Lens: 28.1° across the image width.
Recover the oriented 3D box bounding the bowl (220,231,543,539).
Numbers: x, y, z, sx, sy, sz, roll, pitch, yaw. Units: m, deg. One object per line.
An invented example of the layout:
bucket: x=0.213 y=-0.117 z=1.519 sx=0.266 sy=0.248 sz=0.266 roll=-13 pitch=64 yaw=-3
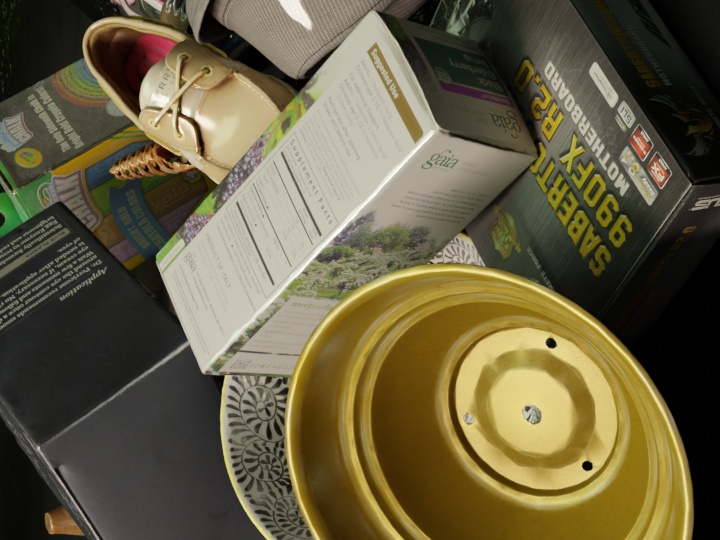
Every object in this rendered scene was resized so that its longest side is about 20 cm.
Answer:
bowl: x=0.029 y=0.082 z=0.822 sx=0.199 sy=0.094 sz=0.202 roll=-8 pitch=68 yaw=22

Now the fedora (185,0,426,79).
fedora: x=-0.002 y=-0.180 z=0.794 sx=0.090 sy=0.200 sz=0.177 roll=44 pitch=179 yaw=3

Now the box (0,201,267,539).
box: x=-0.167 y=0.094 z=0.955 sx=0.200 sy=0.117 sz=0.197 roll=39 pitch=158 yaw=44

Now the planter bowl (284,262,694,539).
planter bowl: x=0.070 y=0.081 z=0.683 sx=0.199 sy=0.083 sz=0.202 roll=10 pitch=112 yaw=26

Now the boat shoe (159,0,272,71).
boat shoe: x=-0.102 y=-0.157 z=0.972 sx=0.073 sy=0.072 sz=0.200 roll=64 pitch=162 yaw=-5

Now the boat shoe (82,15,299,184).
boat shoe: x=-0.101 y=-0.098 z=0.838 sx=0.200 sy=0.069 sz=0.074 roll=32 pitch=99 yaw=45

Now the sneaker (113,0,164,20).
sneaker: x=-0.154 y=-0.221 z=1.151 sx=0.200 sy=0.080 sz=0.087 roll=-127 pitch=25 yaw=-54

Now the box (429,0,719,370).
box: x=0.099 y=-0.070 z=0.726 sx=0.201 sy=0.048 sz=0.159 roll=64 pitch=148 yaw=29

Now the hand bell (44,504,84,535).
hand bell: x=-0.140 y=0.170 z=1.089 sx=0.104 sy=0.199 sz=0.105 roll=29 pitch=124 yaw=56

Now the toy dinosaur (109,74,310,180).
toy dinosaur: x=-0.064 y=-0.092 z=0.926 sx=0.198 sy=0.136 sz=0.103 roll=11 pitch=94 yaw=18

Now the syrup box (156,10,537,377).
syrup box: x=-0.012 y=-0.032 z=0.741 sx=0.200 sy=0.078 sz=0.082 roll=-46 pitch=57 yaw=31

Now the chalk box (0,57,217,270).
chalk box: x=-0.220 y=-0.072 z=1.136 sx=0.125 sy=0.199 sz=0.124 roll=49 pitch=166 yaw=46

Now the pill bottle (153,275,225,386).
pill bottle: x=-0.091 y=0.030 z=1.028 sx=0.200 sy=0.113 sz=0.115 roll=142 pitch=116 yaw=-73
